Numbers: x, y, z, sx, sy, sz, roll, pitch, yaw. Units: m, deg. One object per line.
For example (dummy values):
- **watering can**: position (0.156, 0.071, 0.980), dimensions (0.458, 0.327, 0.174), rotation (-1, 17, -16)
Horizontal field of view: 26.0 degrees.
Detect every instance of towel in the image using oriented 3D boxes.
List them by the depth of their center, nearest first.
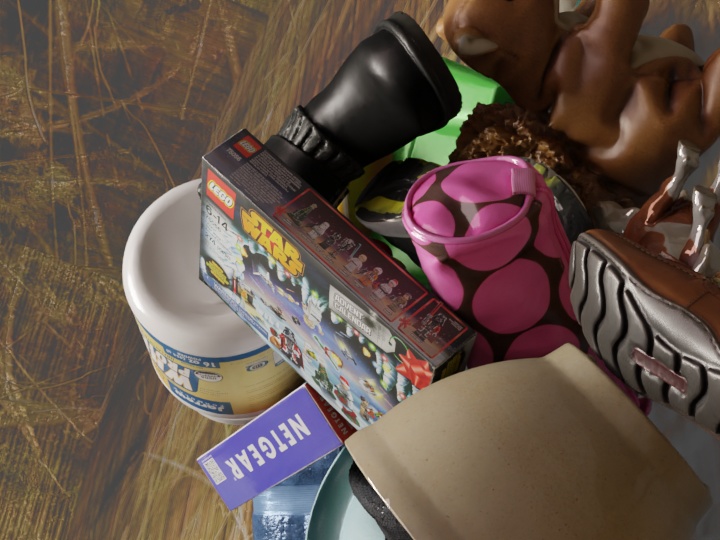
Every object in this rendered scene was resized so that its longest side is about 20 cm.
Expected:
- **towel**: position (-0.042, 0.202, 1.308), dimensions (0.049, 0.111, 0.200), rotation (1, -95, -64)

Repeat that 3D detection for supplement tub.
- **supplement tub**: position (-0.101, 0.031, 1.222), dimensions (0.200, 0.144, 0.145), rotation (86, -163, -64)

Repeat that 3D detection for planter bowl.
- **planter bowl**: position (0.107, 0.127, 0.861), dimensions (0.135, 0.200, 0.200), rotation (-41, 16, -1)

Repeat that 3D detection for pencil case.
- **pencil case**: position (0.102, 0.025, 0.940), dimensions (0.094, 0.200, 0.091), rotation (-10, 37, 28)

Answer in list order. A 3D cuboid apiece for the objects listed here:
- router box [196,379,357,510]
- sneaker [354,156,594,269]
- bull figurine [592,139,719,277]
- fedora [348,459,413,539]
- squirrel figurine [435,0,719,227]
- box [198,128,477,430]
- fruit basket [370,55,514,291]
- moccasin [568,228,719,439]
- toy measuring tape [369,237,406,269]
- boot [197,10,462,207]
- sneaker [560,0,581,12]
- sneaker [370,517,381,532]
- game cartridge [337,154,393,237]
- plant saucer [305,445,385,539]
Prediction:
- **router box**: position (-0.006, 0.090, 1.146), dimensions (0.179, 0.049, 0.200), rotation (-32, -4, -35)
- **sneaker**: position (0.088, -0.029, 1.054), dimensions (0.200, 0.085, 0.075), rotation (17, 69, 48)
- **bull figurine**: position (0.190, -0.009, 0.935), dimensions (0.200, 0.065, 0.122), rotation (-99, 26, -60)
- **fedora**: position (0.059, 0.140, 1.060), dimensions (0.201, 0.092, 0.201), rotation (-36, 39, 36)
- **squirrel figurine**: position (0.132, -0.116, 1.064), dimensions (0.142, 0.186, 0.200), rotation (-105, 38, -67)
- **box**: position (-0.022, 0.021, 0.972), dimensions (0.040, 0.200, 0.137), rotation (-37, -23, -28)
- **fruit basket**: position (0.082, -0.063, 1.296), dimensions (0.216, 0.155, 0.216), rotation (-35, 46, 47)
- **moccasin**: position (0.180, 0.031, 0.804), dimensions (0.201, 0.078, 0.074), rotation (34, 133, 53)
- **toy measuring tape**: position (0.000, 0.000, 1.074), dimensions (0.200, 0.073, 0.074), rotation (89, -164, -72)
- **boot**: position (-0.024, -0.083, 1.054), dimensions (0.158, 0.079, 0.211), rotation (-38, -1, -16)
- **sneaker**: position (0.148, -0.190, 1.219), dimensions (0.200, 0.093, 0.070), rotation (37, -106, -82)
- **sneaker**: position (0.049, 0.137, 1.261), dimensions (0.200, 0.066, 0.091), rotation (-84, 18, -52)
- **game cartridge**: position (0.016, -0.052, 1.322), dimensions (0.200, 0.032, 0.177), rotation (-48, -42, -60)
- **plant saucer**: position (0.040, 0.188, 1.164), dimensions (0.200, 0.027, 0.200), rotation (-27, 47, 33)
